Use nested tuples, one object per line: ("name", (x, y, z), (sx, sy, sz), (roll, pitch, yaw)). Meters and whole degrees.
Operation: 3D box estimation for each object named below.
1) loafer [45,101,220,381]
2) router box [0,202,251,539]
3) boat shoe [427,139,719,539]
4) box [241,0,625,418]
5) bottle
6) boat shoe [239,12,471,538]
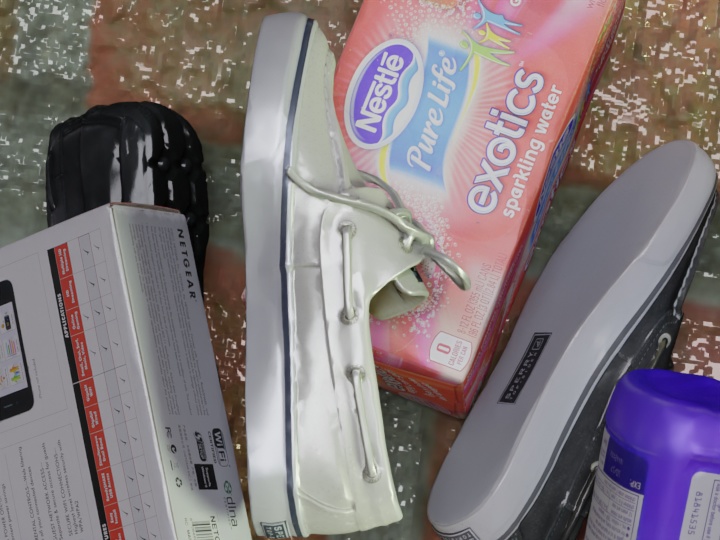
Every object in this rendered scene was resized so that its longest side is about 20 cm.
("loafer", (-0.102, 0.029, 1.069), (0.070, 0.068, 0.202), (-7, 82, 30))
("router box", (-0.133, 0.094, 1.014), (0.179, 0.049, 0.201), (-20, 76, 31))
("boat shoe", (0.099, 0.039, 1.062), (0.057, 0.069, 0.200), (37, 78, -24))
("box", (0.034, -0.052, 1.061), (0.102, 0.095, 0.201), (21, 80, 8))
("bottle", (0.117, 0.144, 1.008), (0.065, 0.084, 0.201), (9, 98, -6))
("boat shoe", (0.000, 0.000, 0.965), (0.086, 0.075, 0.203), (-1, 80, 4))
